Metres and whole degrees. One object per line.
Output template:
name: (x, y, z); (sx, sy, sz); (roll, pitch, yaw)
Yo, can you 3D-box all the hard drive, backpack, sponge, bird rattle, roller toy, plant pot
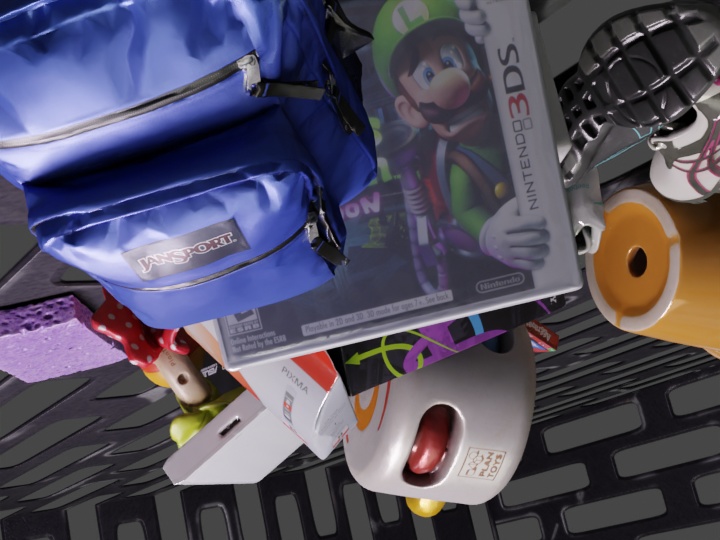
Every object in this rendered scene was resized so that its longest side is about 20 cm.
hard drive: (-0.086, 0.143, 0.971); (0.132, 0.026, 0.200); (-41, 163, 3)
backpack: (-0.075, -0.080, 0.426); (0.162, 0.169, 0.200); (-21, 156, 2)
sponge: (-0.305, 0.069, 1.048); (0.111, 0.030, 0.200); (-13, 165, -2)
bird rattle: (-0.179, 0.083, 0.992); (0.113, 0.200, 0.163); (-43, -156, -7)
roller toy: (0.072, 0.114, 0.961); (0.139, 0.201, 0.182); (11, 163, -14)
plant pot: (0.311, -0.011, 0.964); (0.182, 0.202, 0.200); (-1, 162, -26)

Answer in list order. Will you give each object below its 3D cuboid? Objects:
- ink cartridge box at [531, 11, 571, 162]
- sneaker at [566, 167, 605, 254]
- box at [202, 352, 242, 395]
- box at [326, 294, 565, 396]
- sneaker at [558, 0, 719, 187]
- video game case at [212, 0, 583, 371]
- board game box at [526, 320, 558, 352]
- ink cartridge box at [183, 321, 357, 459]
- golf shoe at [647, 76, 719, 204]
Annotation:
ink cartridge box: (0.012, -0.074, 0.655); (0.199, 0.085, 0.146); (-14, 174, 1)
sneaker: (0.174, -0.044, 0.948); (0.070, 0.081, 0.200); (-15, 167, 2)
box: (-0.067, 0.098, 1.250); (0.163, 0.087, 0.199); (-23, 163, 35)
box: (0.059, -0.007, 0.801); (0.199, 0.144, 0.036); (-21, -156, -23)
sneaker: (0.177, -0.122, 0.713); (0.079, 0.076, 0.200); (-28, 176, -32)
video game case: (0.004, -0.056, 0.566); (0.199, 0.183, 0.023); (-13, -171, 1)
board game box: (0.096, 0.036, 1.050); (0.103, 0.020, 0.200); (-6, 151, 45)
ink cartridge box: (-0.080, 0.049, 0.766); (0.050, 0.162, 0.200); (-46, 161, -9)
golf shoe: (0.248, -0.108, 0.802); (0.087, 0.078, 0.200); (3, 163, -7)
